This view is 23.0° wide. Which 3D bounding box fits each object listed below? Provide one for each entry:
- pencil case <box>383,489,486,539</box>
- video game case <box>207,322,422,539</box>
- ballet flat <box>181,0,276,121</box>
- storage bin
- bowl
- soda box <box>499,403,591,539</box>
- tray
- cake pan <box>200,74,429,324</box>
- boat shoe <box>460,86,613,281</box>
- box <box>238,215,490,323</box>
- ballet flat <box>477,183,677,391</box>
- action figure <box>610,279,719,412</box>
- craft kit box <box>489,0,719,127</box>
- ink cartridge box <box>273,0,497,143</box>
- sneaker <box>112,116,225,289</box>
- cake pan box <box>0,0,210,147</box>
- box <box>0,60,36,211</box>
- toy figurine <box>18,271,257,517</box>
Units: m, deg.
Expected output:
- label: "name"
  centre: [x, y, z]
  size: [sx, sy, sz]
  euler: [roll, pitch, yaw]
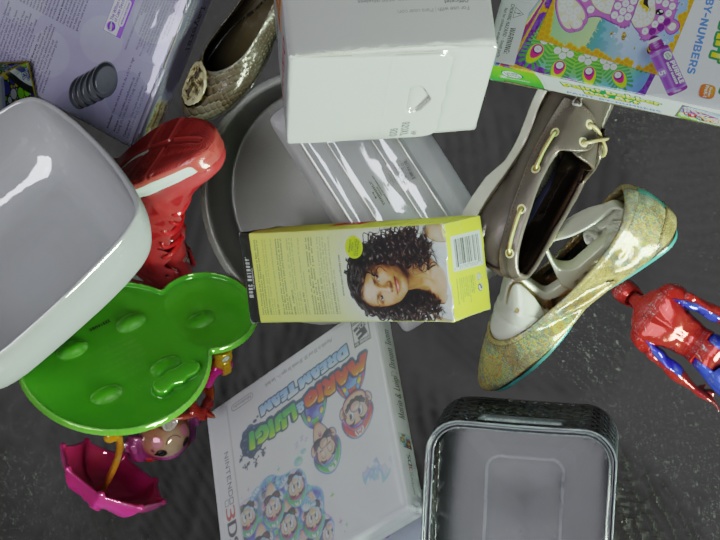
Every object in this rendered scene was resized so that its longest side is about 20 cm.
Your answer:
- label: "pencil case"
  centre: [0.021, 0.215, 1.401]
  size: [0.199, 0.083, 0.091]
  euler: [-11, 80, 20]
- label: "video game case"
  centre: [-0.040, 0.148, 1.372]
  size: [0.200, 0.024, 0.183]
  euler: [-35, 48, 32]
- label: "ballet flat"
  centre: [-0.082, -0.200, 1.381]
  size: [0.200, 0.046, 0.067]
  euler: [-47, 47, 17]
- label: "storage bin"
  centre: [0.114, 0.200, 1.280]
  size: [0.134, 0.094, 0.201]
  euler: [3, 96, 9]
- label: "bowl"
  centre: [-0.258, -0.014, 1.335]
  size: [0.200, 0.075, 0.200]
  euler: [-44, 53, -4]
- label: "soda box"
  centre: [0.148, 0.206, 1.359]
  size: [0.063, 0.071, 0.201]
  euler: [-1, 97, 16]
- label: "tray"
  centre: [0.019, -0.061, 1.351]
  size: [0.107, 0.022, 0.200]
  euler: [-34, 86, 20]
- label: "cake pan"
  centre: [-0.030, -0.059, 1.400]
  size: [0.199, 0.037, 0.201]
  euler: [3, 99, 19]
- label: "boat shoe"
  centre: [0.147, -0.085, 1.294]
  size: [0.059, 0.072, 0.200]
  euler: [32, 88, 37]
- label: "box"
  centre: [0.000, 0.000, 1.320]
  size: [0.199, 0.050, 0.076]
  euler: [-3, 97, 40]
- label: "ballet flat"
  centre: [0.147, 0.008, 1.329]
  size: [0.200, 0.071, 0.071]
  euler: [-42, 84, 17]
- label: "action figure"
  centre: [0.267, 0.068, 1.310]
  size: [0.200, 0.052, 0.066]
  euler: [38, 103, 15]
- label: "craft kit box"
  centre: [0.207, -0.213, 1.255]
  size: [0.197, 0.049, 0.201]
  euler: [13, 81, 14]
- label: "ink cartridge box"
  centre: [0.009, -0.211, 1.250]
  size: [0.144, 0.147, 0.201]
  euler: [-5, 71, -4]
- label: "sneaker"
  centre: [-0.148, -0.046, 1.407]
  size: [0.200, 0.079, 0.116]
  euler: [-16, 126, 48]
- label: "cake pan box"
  centre: [-0.217, -0.228, 1.434]
  size: [0.184, 0.052, 0.201]
  euler: [26, 106, 12]
- label: "box"
  centre: [-0.295, -0.065, 1.449]
  size: [0.064, 0.070, 0.201]
  euler: [1, 113, 27]
- label: "toy figurine"
  centre: [-0.176, 0.114, 1.426]
  size: [0.150, 0.199, 0.185]
  euler: [46, 148, 30]
